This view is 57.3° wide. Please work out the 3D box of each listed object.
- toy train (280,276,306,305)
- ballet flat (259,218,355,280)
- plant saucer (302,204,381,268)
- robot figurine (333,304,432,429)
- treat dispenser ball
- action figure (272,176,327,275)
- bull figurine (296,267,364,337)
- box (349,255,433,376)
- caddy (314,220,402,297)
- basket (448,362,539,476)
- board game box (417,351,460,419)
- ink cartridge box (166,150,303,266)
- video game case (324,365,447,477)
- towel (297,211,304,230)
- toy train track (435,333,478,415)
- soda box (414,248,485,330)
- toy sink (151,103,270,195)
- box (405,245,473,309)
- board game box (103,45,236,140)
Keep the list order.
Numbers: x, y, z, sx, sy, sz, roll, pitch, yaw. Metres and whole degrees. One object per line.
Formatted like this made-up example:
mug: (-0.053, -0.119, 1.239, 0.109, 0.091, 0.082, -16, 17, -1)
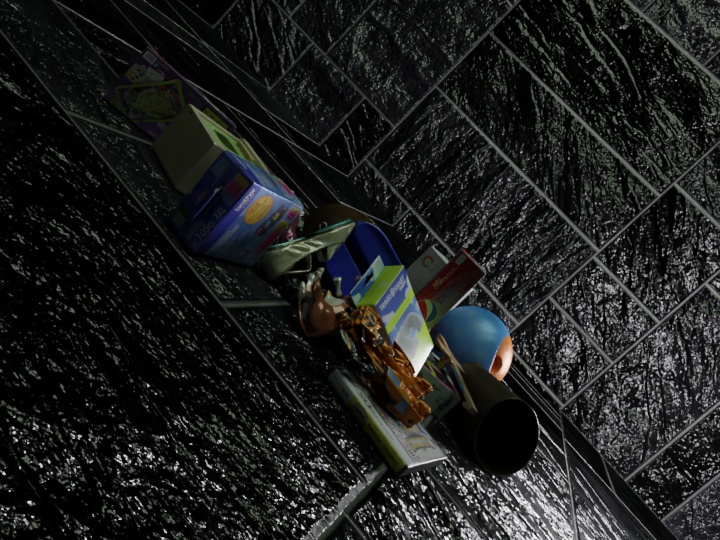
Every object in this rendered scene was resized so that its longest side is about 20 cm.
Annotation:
toy train: (-0.064, 0.070, 1.157, 0.200, 0.034, 0.046, 37, 17, -42)
ballet flat: (-0.087, -0.034, 1.136, 0.067, 0.199, 0.063, -10, -80, 57)
plant saucer: (-0.038, -0.040, 1.348, 0.200, 0.200, 0.036, 44, 42, -9)
robot figurine: (0.033, 0.138, 1.017, 0.200, 0.058, 0.145, 53, 17, -11)
treat dispenser ball: (0.252, 0.184, 1.534, 0.201, 0.201, 0.201, 44, 10, -10)
action figure: (-0.152, -0.068, 1.224, 0.133, 0.149, 0.201, 21, 44, -41)
bull figurine: (-0.038, 0.067, 1.095, 0.200, 0.065, 0.123, 15, 71, -60)
box: (0.058, 0.088, 1.139, 0.122, 0.047, 0.201, -52, 128, -45)
caddy: (0.000, 0.000, 1.252, 0.201, 0.141, 0.105, 61, -13, -5)
basket: (0.254, 0.286, 1.346, 0.200, 0.135, 0.182, -127, -158, -64)
board game box: (0.096, 0.180, 1.306, 0.200, 0.064, 0.148, 41, 11, -23)
ink cartridge box: (-0.188, -0.088, 0.971, 0.076, 0.137, 0.200, 46, 10, 20)
video game case: (0.044, 0.227, 1.014, 0.181, 0.025, 0.200, 51, 11, 24)
towel: (-0.205, -0.169, 1.508, 0.200, 0.035, 0.193, 48, 10, 3)
toy train track: (0.180, 0.207, 1.301, 0.115, 0.032, 0.201, 49, 13, -38)
soda box: (0.147, 0.051, 1.264, 0.063, 0.200, 0.070, 45, 9, 1)
toy sink: (-0.243, -0.179, 1.167, 0.200, 0.112, 0.131, 33, 17, -52)
box: (0.152, 0.062, 1.598, 0.125, 0.200, 0.097, 52, 12, 27)
board game box: (-0.335, -0.283, 1.172, 0.200, 0.120, 0.032, 41, 8, -30)
